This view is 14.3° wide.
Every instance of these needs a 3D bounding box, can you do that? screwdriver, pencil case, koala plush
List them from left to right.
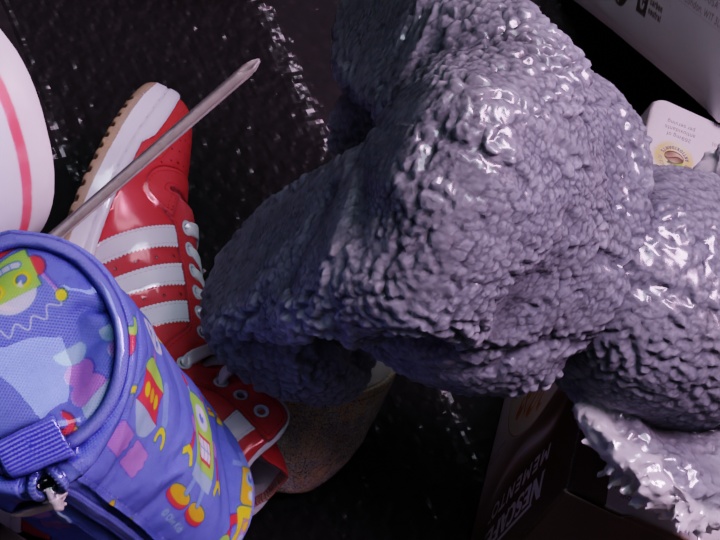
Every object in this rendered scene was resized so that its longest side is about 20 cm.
[{"bbox_3d":[-0.110,-0.012,1.073,0.029,0.200,0.028,48,11,-32],"label":"screwdriver"},{"bbox_3d":[-0.091,0.056,0.949,0.078,0.200,0.087,-14,70,5],"label":"pencil case"},{"bbox_3d":[0.076,-0.003,1.021,0.200,0.184,0.178,28,83,-18],"label":"koala plush"}]

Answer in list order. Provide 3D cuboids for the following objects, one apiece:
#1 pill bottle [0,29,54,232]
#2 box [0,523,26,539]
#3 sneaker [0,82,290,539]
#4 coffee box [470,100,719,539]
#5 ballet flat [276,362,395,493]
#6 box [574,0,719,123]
[{"bbox_3d":[-0.221,-0.025,1.059,0.200,0.109,0.109,-26,73,-35],"label":"pill bottle"},{"bbox_3d":[-0.117,0.149,0.963,0.200,0.160,0.044,33,58,-1],"label":"box"},{"bbox_3d":[-0.069,0.024,1.112,0.112,0.071,0.200,16,61,2],"label":"sneaker"},{"bbox_3d":[0.113,0.047,1.164,0.080,0.114,0.200,23,52,-9],"label":"coffee box"},{"bbox_3d":[0.000,0.000,1.171,0.068,0.067,0.200,27,53,-6],"label":"ballet flat"},{"bbox_3d":[0.200,-0.176,1.246,0.131,0.200,0.199,7,20,-20],"label":"box"}]
